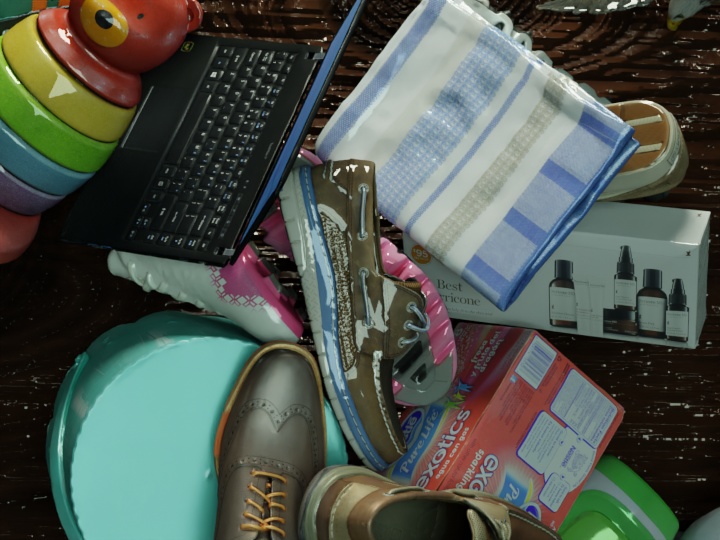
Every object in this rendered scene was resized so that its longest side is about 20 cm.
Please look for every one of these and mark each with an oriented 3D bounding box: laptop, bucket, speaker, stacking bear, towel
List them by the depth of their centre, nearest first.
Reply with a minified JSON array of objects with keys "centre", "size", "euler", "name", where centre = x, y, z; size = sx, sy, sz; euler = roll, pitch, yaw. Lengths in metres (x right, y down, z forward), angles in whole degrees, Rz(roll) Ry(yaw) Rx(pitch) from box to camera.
[{"centre":[-0.089,-0.103,1.156],"size":[0.200,0.103,0.177],"euler":[9,59,25],"name":"laptop"},{"centre":[-0.189,-0.118,1.176],"size":[0.200,0.114,0.121],"euler":[-44,84,16],"name":"stacking bear"},{"centre":[0.070,-0.084,1.206],"size":[0.147,0.024,0.200],"euler":[-52,56,6],"name":"towel"},{"centre":[-0.106,0.127,1.217],"size":[0.207,0.135,0.207],"euler":[0,92,-10],"name":"bucket"},{"centre":[0.127,0.222,1.288],"size":[0.200,0.088,0.088],"euler":[-44,98,-7],"name":"speaker"}]

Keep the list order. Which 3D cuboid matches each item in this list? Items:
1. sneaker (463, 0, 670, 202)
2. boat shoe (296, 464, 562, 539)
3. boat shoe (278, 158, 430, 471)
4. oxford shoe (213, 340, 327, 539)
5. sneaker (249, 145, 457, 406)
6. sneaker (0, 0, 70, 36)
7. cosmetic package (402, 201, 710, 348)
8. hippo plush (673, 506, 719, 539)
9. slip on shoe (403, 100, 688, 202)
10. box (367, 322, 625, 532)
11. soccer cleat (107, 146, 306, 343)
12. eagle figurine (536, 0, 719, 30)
[{"centre":[0.124,-0.100,1.293],"size":[0.200,0.066,0.091],"euler":[39,91,-8],"name":"sneaker"},{"centre":[0.055,0.169,1.132],"size":[0.200,0.072,0.076],"euler":[14,86,-37],"name":"boat shoe"},{"centre":[0.005,0.026,1.170],"size":[0.072,0.072,0.200],"euler":[-15,95,6],"name":"boat shoe"},{"centre":[-0.054,0.143,1.121],"size":[0.071,0.073,0.200],"euler":[8,90,-11],"name":"oxford shoe"},{"centre":[0.000,0.000,1.251],"size":[0.079,0.095,0.200],"euler":[-34,91,7],"name":"sneaker"},{"centre":[-0.189,-0.182,1.227],"size":[0.200,0.071,0.080],"euler":[-31,92,-10],"name":"sneaker"},{"centre":[0.129,-0.004,1.242],"size":[0.200,0.051,0.083],"euler":[6,120,18],"name":"cosmetic package"},{"centre":[0.301,0.188,1.281],"size":[0.200,0.159,0.161],"euler":[39,96,-28],"name":"hippo plush"},{"centre":[0.118,-0.074,1.229],"size":[0.200,0.061,0.076],"euler":[-6,70,23],"name":"slip on shoe"},{"centre":[0.074,0.144,1.244],"size":[0.103,0.095,0.200],"euler":[39,73,-25],"name":"box"},{"centre":[-0.112,-0.004,1.211],"size":[0.086,0.070,0.200],"euler":[-40,55,-1],"name":"soccer cleat"},{"centre":[0.232,-0.220,1.278],"size":[0.200,0.152,0.151],"euler":[18,108,-15],"name":"eagle figurine"}]
